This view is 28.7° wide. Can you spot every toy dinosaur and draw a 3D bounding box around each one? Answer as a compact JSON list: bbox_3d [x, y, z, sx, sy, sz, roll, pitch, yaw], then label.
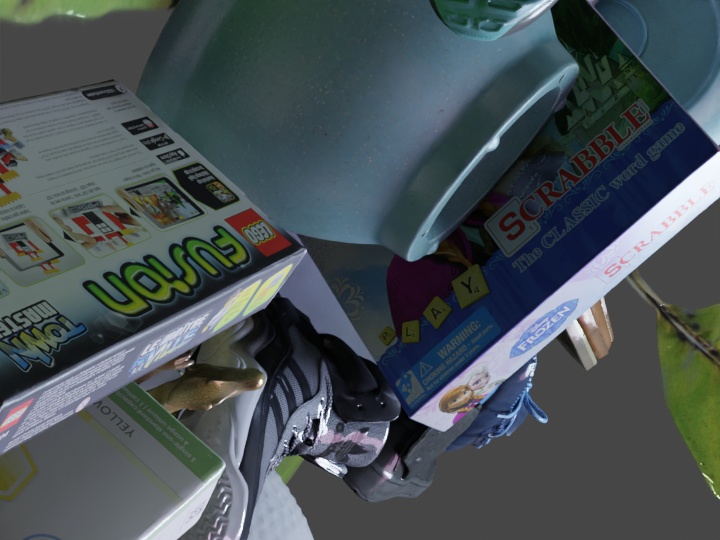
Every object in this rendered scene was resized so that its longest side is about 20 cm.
[{"bbox_3d":[-0.127,0.091,0.629,0.200,0.058,0.101,-45,-170,11],"label":"toy dinosaur"}]

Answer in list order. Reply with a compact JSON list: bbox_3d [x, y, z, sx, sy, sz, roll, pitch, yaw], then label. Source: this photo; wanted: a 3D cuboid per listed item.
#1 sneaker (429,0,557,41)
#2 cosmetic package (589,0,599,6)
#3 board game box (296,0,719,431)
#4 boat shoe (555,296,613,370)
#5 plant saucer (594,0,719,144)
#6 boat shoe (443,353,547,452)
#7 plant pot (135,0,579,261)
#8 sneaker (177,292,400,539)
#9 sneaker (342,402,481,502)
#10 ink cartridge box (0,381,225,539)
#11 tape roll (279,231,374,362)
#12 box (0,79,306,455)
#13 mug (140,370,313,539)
[{"bbox_3d":[0.074,-0.167,0.572,0.091,0.078,0.200,87,20,-65],"label":"sneaker"},{"bbox_3d":[0.143,-0.239,0.803,0.113,0.081,0.200,-48,170,-13],"label":"cosmetic package"},{"bbox_3d":[0.059,-0.056,0.735,0.200,0.200,0.041,-43,146,14],"label":"board game box"},{"bbox_3d":[0.123,-0.015,0.832,0.068,0.072,0.200,-37,137,-4],"label":"boat shoe"},{"bbox_3d":[0.148,-0.142,0.886,0.200,0.200,0.027,-46,156,-13],"label":"plant saucer"},{"bbox_3d":[0.090,0.080,0.997,0.200,0.069,0.084,133,-35,-70],"label":"boat shoe"},{"bbox_3d":[0.014,-0.090,0.649,0.200,0.134,0.200,-47,170,-11],"label":"plant pot"},{"bbox_3d":[-0.037,0.081,0.708,0.075,0.114,0.200,-49,-157,29],"label":"sneaker"},{"bbox_3d":[0.041,0.097,0.913,0.104,0.060,0.200,-45,168,9],"label":"sneaker"},{"bbox_3d":[-0.166,0.087,0.500,0.200,0.146,0.048,-38,164,-47],"label":"ink cartridge box"},{"bbox_3d":[0.000,0.000,0.944,0.203,0.139,0.203,-47,172,-9],"label":"tape roll"},{"bbox_3d":[-0.108,-0.009,0.487,0.035,0.110,0.200,-52,170,25],"label":"box"},{"bbox_3d":[-0.120,0.182,1.021,0.148,0.175,0.200,-48,171,-4],"label":"mug"}]
